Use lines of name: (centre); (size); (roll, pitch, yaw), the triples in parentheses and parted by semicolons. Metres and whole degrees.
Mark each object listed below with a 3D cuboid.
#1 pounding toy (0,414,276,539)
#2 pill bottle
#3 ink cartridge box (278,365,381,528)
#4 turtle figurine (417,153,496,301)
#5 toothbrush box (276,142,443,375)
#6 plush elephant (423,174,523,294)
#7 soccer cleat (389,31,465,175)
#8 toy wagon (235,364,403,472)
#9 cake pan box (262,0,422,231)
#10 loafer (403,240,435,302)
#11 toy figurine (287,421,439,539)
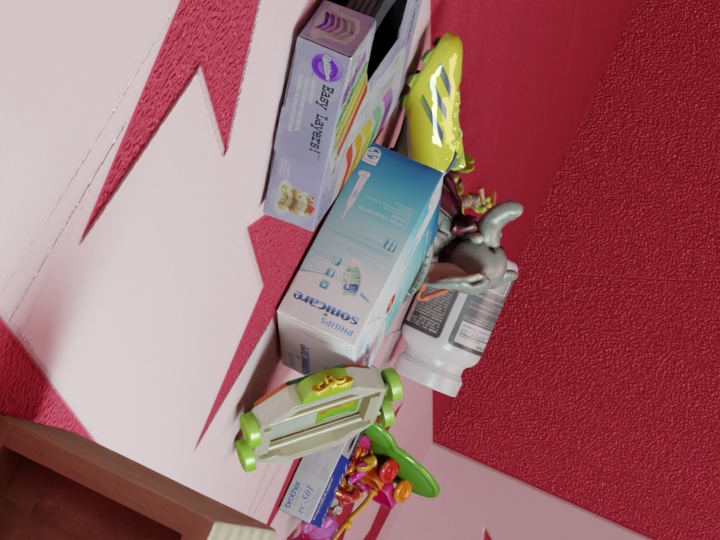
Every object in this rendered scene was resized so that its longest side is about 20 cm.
pounding toy: (-0.176, 0.207, 1.150); (0.200, 0.184, 0.142); (-66, 159, -2)
pill bottle: (0.125, 0.061, 2.615); (0.116, 0.116, 0.200); (14, 100, -81)
ink cartridge box: (-0.031, 0.206, 2.307); (0.200, 0.044, 0.094); (-65, 169, -7)
turtle figurine: (0.110, -0.071, 2.367); (0.200, 0.064, 0.161); (-51, 156, -31)
toothbrush box: (0.000, 0.000, 1.856); (0.200, 0.085, 0.146); (-61, 170, -21)
plush elephant: (0.105, -0.042, 2.120); (0.165, 0.155, 0.200); (-31, 143, -74)
soccer cleat: (0.076, -0.143, 1.932); (0.065, 0.084, 0.200); (-48, 159, -62)
toy wagon: (-0.038, 0.129, 1.806); (0.155, 0.040, 0.200); (-17, 158, -14)
cake pan box: (-0.008, -0.160, 1.530); (0.200, 0.052, 0.184); (104, 11, -45)
loafer: (0.021, 0.008, 2.031); (0.200, 0.075, 0.070); (-55, -174, 41)
toy figurine: (-0.019, 0.297, 2.417); (0.184, 0.150, 0.200); (-54, 145, -18)
